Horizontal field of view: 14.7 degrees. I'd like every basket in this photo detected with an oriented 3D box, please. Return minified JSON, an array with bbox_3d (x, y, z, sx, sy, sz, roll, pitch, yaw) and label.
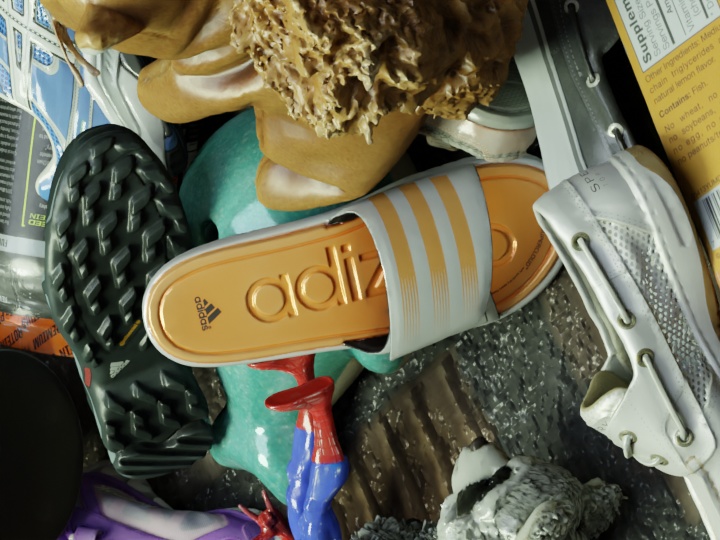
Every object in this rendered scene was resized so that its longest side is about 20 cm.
[{"bbox_3d":[-0.252,0.095,1.466,0.199,0.136,0.182,-2,82,41],"label":"basket"}]

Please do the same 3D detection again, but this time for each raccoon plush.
[{"bbox_3d":[0.075,0.175,1.294,0.133,0.097,0.201,-16,108,31],"label":"raccoon plush"}]

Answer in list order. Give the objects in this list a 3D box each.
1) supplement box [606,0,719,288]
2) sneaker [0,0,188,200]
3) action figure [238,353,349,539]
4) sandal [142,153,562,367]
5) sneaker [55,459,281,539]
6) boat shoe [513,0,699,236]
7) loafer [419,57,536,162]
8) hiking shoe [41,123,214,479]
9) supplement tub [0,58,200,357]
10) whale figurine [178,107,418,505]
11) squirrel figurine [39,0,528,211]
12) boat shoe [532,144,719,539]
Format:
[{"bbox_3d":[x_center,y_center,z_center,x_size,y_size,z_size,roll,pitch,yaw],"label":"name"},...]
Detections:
[{"bbox_3d":[0.163,-0.082,1.189,0.069,0.066,0.201,-34,67,42],"label":"supplement box"},{"bbox_3d":[-0.156,-0.126,1.354,0.077,0.076,0.201,-25,92,4],"label":"sneaker"},{"bbox_3d":[-0.023,0.134,1.352,0.065,0.051,0.201,-129,24,-58],"label":"action figure"},{"bbox_3d":[0.002,0.008,1.280,0.059,0.206,0.080,-106,-1,-76],"label":"sandal"},{"bbox_3d":[-0.114,0.154,1.455,0.200,0.088,0.081,15,99,43],"label":"sneaker"},{"bbox_3d":[0.107,-0.096,1.250,0.066,0.070,0.201,-20,71,23],"label":"boat shoe"},{"bbox_3d":[0.021,-0.097,1.337,0.200,0.072,0.063,45,130,44],"label":"loafer"},{"bbox_3d":[-0.123,0.007,1.360,0.087,0.074,0.201,-123,23,-49],"label":"hiking shoe"},{"bbox_3d":[-0.146,-0.061,1.462,0.122,0.122,0.201,16,101,44],"label":"supplement tub"},{"bbox_3d":[-0.044,0.015,1.371,0.159,0.103,0.201,29,112,41],"label":"whale figurine"},{"bbox_3d":[-0.038,-0.118,1.203,0.199,0.186,0.142,4,75,48],"label":"squirrel figurine"},{"bbox_3d":[0.125,0.051,1.188,0.071,0.069,0.201,-175,63,-81],"label":"boat shoe"}]
